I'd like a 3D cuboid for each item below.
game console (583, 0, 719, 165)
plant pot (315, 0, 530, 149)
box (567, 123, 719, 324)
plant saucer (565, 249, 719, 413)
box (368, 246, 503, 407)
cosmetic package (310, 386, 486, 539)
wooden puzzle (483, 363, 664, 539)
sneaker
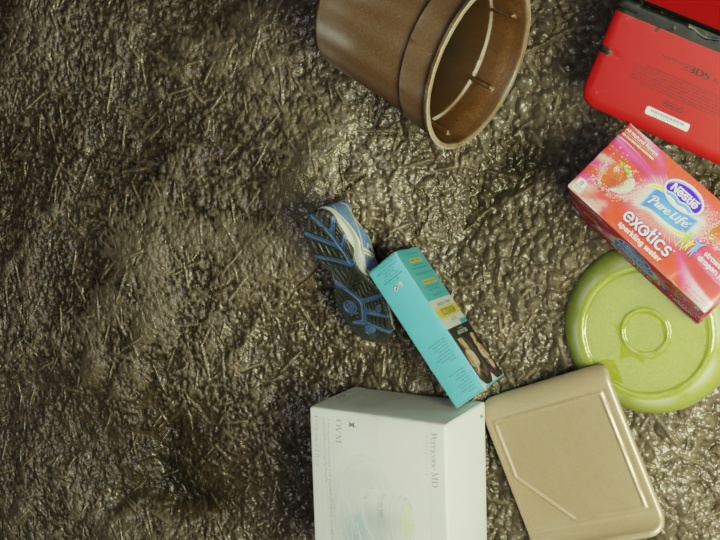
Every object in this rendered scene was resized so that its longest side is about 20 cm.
[{"bbox_3d":[0.370,-0.229,0.978,0.198,0.118,0.174,30,120,21],"label":"game console"},{"bbox_3d":[0.064,-0.278,1.073,0.197,0.199,0.202,33,109,27],"label":"plant pot"},{"bbox_3d":[0.330,-0.050,0.991,0.100,0.095,0.200,-44,71,3],"label":"box"},{"bbox_3d":[0.333,0.070,1.059,0.197,0.031,0.203,4,98,27],"label":"plant saucer"},{"bbox_3d":[0.096,0.068,1.148,0.049,0.082,0.201,-38,79,24],"label":"box"},{"bbox_3d":[0.049,0.268,1.163,0.197,0.122,0.203,1,97,30],"label":"cosmetic package"},{"bbox_3d":[0.254,0.230,1.103,0.184,0.037,0.203,-24,81,39],"label":"wooden puzzle"},{"bbox_3d":[0.000,0.000,1.196,0.075,0.077,0.202,-13,108,30],"label":"sneaker"}]
